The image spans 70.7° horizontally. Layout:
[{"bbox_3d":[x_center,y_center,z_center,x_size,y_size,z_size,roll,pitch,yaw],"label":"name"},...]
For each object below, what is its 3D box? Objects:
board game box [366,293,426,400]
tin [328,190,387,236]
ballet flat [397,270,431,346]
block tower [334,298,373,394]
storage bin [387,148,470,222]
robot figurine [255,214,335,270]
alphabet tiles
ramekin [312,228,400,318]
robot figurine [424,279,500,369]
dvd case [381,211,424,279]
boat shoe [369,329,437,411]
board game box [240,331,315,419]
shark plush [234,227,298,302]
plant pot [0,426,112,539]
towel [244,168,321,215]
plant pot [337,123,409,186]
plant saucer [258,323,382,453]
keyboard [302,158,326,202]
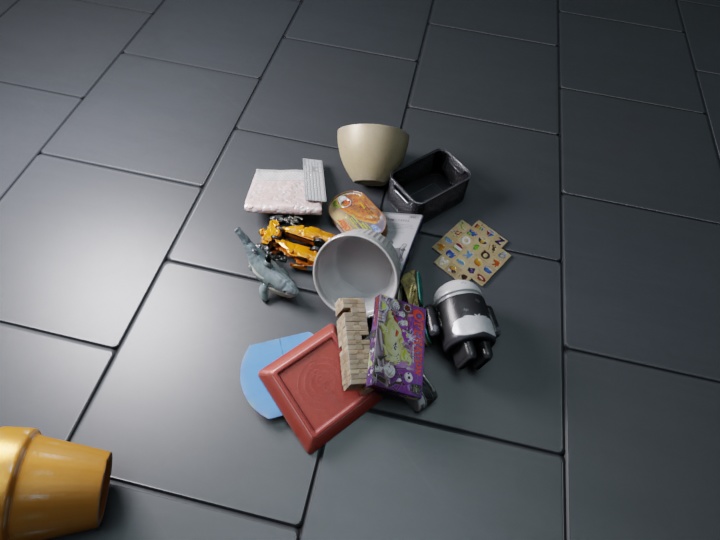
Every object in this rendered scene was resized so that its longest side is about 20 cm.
[{"bbox_3d":[0.078,0.158,1.061,0.119,0.032,0.202,21,57,-24],"label":"board game box"},{"bbox_3d":[-0.008,-0.133,1.321,0.111,0.042,0.200,-28,51,-13],"label":"tin"},{"bbox_3d":[0.122,0.092,1.193,0.070,0.071,0.202,-2,57,-5],"label":"ballet flat"},{"bbox_3d":[-0.014,0.154,1.065,0.057,0.054,0.202,1,63,-22],"label":"block tower"},{"bbox_3d":[0.185,-0.229,1.390,0.199,0.094,0.135,-29,62,-22],"label":"storage bin"},{"bbox_3d":[-0.162,-0.065,1.277,0.198,0.058,0.146,17,56,7],"label":"robot figurine"},{"bbox_3d":[0.291,-0.049,1.327,0.166,0.006,0.200,39,62,20],"label":"alphabet tiles"},{"bbox_3d":[0.000,0.000,1.165,0.198,0.202,0.105,19,24,9],"label":"ramekin"},{"bbox_3d":[0.231,0.119,1.143,0.124,0.150,0.202,-26,54,23],"label":"robot figurine"},{"bbox_3d":[0.064,-0.069,1.289,0.149,0.025,0.201,8,53,24],"label":"dvd case"},{"bbox_3d":[0.095,0.204,1.106,0.068,0.074,0.200,-25,63,-26],"label":"boat shoe"},{"bbox_3d":[-0.156,0.226,1.091,0.198,0.039,0.160,-12,72,-17],"label":"board game box"},{"bbox_3d":[-0.216,-0.022,1.188,0.090,0.083,0.202,-29,96,-29],"label":"shark plush"},{"bbox_3d":[-0.543,0.380,0.885,0.181,0.201,0.202,7,54,-17],"label":"plant pot"},{"bbox_3d":[-0.199,-0.214,1.365,0.197,0.032,0.192,1,42,-2],"label":"towel"},{"bbox_3d":[0.031,-0.307,1.392,0.198,0.200,0.136,3,90,-1],"label":"plant pot"},{"bbox_3d":[-0.079,0.238,1.062,0.199,0.037,0.200,-31,79,-23],"label":"plant saucer"},{"bbox_3d":[-0.126,-0.248,1.377,0.056,0.011,0.201,0,43,-9],"label":"keyboard"}]
